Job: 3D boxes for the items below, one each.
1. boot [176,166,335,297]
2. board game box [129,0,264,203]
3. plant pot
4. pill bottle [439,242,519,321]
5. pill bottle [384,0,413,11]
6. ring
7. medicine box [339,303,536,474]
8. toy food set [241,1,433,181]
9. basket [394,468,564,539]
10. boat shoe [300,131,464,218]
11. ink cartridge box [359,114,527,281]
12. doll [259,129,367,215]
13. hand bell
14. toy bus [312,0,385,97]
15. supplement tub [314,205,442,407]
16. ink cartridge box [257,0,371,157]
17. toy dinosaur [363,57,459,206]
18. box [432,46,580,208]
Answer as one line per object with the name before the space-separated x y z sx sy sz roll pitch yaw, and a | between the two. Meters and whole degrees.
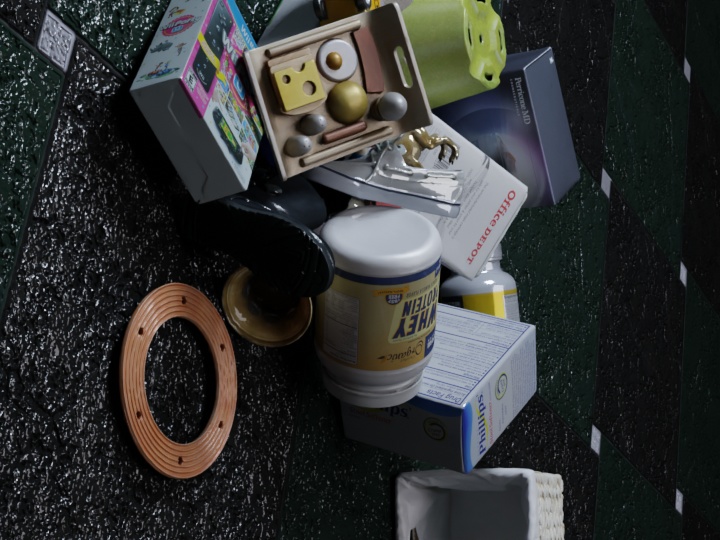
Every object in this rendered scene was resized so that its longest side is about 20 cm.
boot | -0.078 -0.050 1.558 0.168 0.199 0.077 -26 135 -57
board game box | -0.160 -0.192 1.517 0.201 0.064 0.148 -81 150 -50
plant pot | 0.086 -0.290 1.894 0.200 0.182 0.203 19 68 -59
pill bottle | 0.172 0.065 2.060 0.112 0.111 0.203 -8 92 -61
pill bottle | 0.025 -0.397 1.810 0.201 0.112 0.114 -92 162 -61
ring | -0.190 0.114 1.491 0.200 0.019 0.203 19 68 -60
medicine box | 0.099 0.139 1.800 0.200 0.181 0.104 -42 135 -45
toy food set | -0.024 -0.197 1.575 0.198 0.060 0.145 -22 100 -26
basket | 0.161 0.364 1.908 0.161 0.198 0.201 17 70 -65
boat shoe | 0.032 -0.122 1.667 0.200 0.075 0.087 12 96 -16
ink cartridge box | 0.098 -0.102 1.867 0.199 0.083 0.148 34 87 -30
doll | -0.049 -0.121 1.706 0.200 0.136 0.049 53 1 -35
hand bell | -0.085 -0.006 1.662 0.200 0.103 0.105 -67 142 -61
toy bus | -0.005 -0.274 1.673 0.078 0.064 0.202 -29 108 -67
supplement tub | 0.018 0.042 1.664 0.144 0.143 0.202 -47 145 -54
ink cartridge box | -0.039 -0.227 1.757 0.201 0.083 0.147 61 35 -35
toy dinosaur | 0.068 -0.162 1.742 0.100 0.058 0.202 26 70 -20
box | 0.186 -0.194 2.043 0.123 0.196 0.202 -42 120 -56
